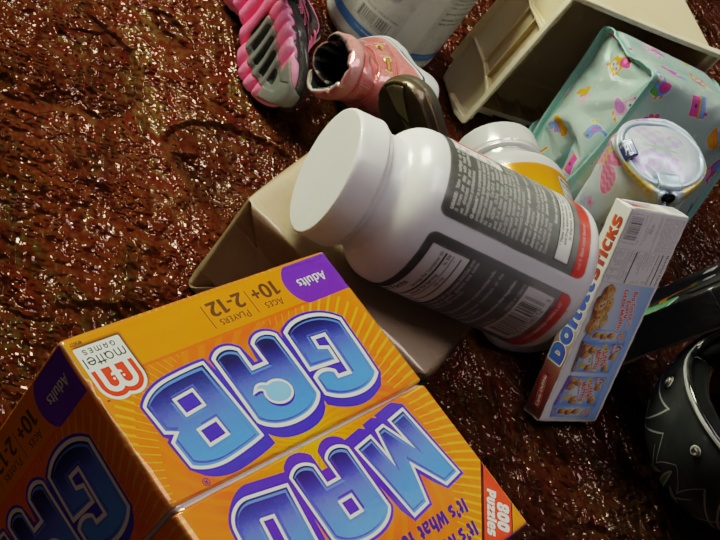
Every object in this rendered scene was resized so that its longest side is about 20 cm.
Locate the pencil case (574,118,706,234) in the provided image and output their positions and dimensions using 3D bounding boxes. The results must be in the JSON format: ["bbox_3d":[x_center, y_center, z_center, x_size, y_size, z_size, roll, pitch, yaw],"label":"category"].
[{"bbox_3d":[0.240,-0.049,1.182,0.083,0.200,0.091,-6,59,-20],"label":"pencil case"}]

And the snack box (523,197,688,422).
[{"bbox_3d":[0.205,0.037,1.079,0.072,0.200,0.024,6,24,-38],"label":"snack box"}]

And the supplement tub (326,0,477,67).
[{"bbox_3d":[0.067,-0.309,1.289,0.132,0.200,0.132,24,41,-22],"label":"supplement tub"}]

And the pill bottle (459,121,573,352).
[{"bbox_3d":[0.142,-0.036,1.160,0.111,0.111,0.200,15,45,-30],"label":"pill bottle"}]

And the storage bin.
[{"bbox_3d":[0.220,-0.213,1.328,0.200,0.199,0.094,12,47,-32],"label":"storage bin"}]

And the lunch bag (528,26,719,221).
[{"bbox_3d":[0.261,-0.115,1.274,0.170,0.200,0.122,15,31,-34],"label":"lunch bag"}]

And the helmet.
[{"bbox_3d":[0.340,0.134,1.103,0.200,0.191,0.200,55,5,-7],"label":"helmet"}]

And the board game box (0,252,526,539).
[{"bbox_3d":[-0.076,0.145,0.723,0.200,0.200,0.200,-21,68,-49],"label":"board game box"}]

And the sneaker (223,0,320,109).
[{"bbox_3d":[-0.068,-0.224,1.203,0.095,0.079,0.200,22,41,-40],"label":"sneaker"}]

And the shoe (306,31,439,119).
[{"bbox_3d":[-0.005,-0.184,1.161,0.091,0.072,0.200,23,13,-25],"label":"shoe"}]

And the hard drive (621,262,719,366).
[{"bbox_3d":[0.293,0.032,1.153,0.140,0.200,0.038,-27,90,-51],"label":"hard drive"}]

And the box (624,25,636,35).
[{"bbox_3d":[0.245,-0.316,1.464,0.104,0.182,0.200,31,39,-14],"label":"box"}]

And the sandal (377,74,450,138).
[{"bbox_3d":[0.061,-0.096,1.092,0.082,0.200,0.055,30,62,33],"label":"sandal"}]

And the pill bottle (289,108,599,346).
[{"bbox_3d":[0.060,-0.032,0.915,0.200,0.116,0.116,25,41,-23],"label":"pill bottle"}]

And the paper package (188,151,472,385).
[{"bbox_3d":[0.000,0.000,1.011,0.191,0.103,0.200,43,37,3],"label":"paper package"}]
